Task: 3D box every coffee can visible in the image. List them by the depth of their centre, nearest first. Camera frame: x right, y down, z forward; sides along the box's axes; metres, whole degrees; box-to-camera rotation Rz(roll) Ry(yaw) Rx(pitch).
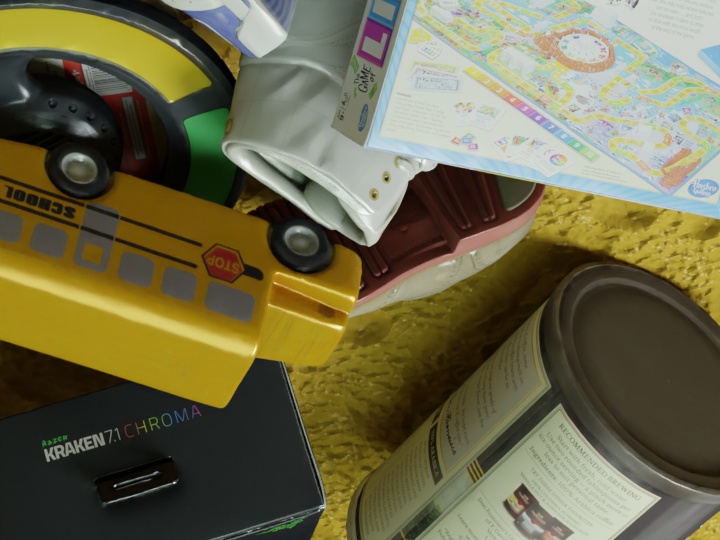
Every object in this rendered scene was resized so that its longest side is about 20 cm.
[{"bbox_3d":[0.105,0.112,1.285,0.146,0.147,0.200,20,132,-27],"label":"coffee can"}]

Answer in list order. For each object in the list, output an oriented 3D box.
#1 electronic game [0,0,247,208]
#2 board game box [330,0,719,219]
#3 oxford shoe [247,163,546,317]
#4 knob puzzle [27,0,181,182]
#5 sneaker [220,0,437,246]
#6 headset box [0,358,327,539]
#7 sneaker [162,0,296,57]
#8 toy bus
[{"bbox_3d":[-0.150,-0.056,1.094,0.199,0.042,0.201,-5,139,-4],"label":"electronic game"},{"bbox_3d":[0.096,-0.105,1.051,0.199,0.034,0.135,10,103,-31],"label":"board game box"},{"bbox_3d":[0.000,0.000,1.178,0.199,0.071,0.075,-18,152,-10],"label":"oxford shoe"},{"bbox_3d":[-0.175,-0.062,1.138,0.218,0.031,0.220,-4,139,-4],"label":"knob puzzle"},{"bbox_3d":[0.028,-0.059,1.094,0.199,0.116,0.074,20,164,-20],"label":"sneaker"},{"bbox_3d":[-0.114,0.116,1.215,0.173,0.093,0.200,-16,168,-9],"label":"headset box"},{"bbox_3d":[-0.119,-0.165,0.989,0.115,0.081,0.199,-23,127,39],"label":"sneaker"},{"bbox_3d":[-0.103,0.003,1.064,0.199,0.079,0.065,18,141,-12],"label":"toy bus"}]
